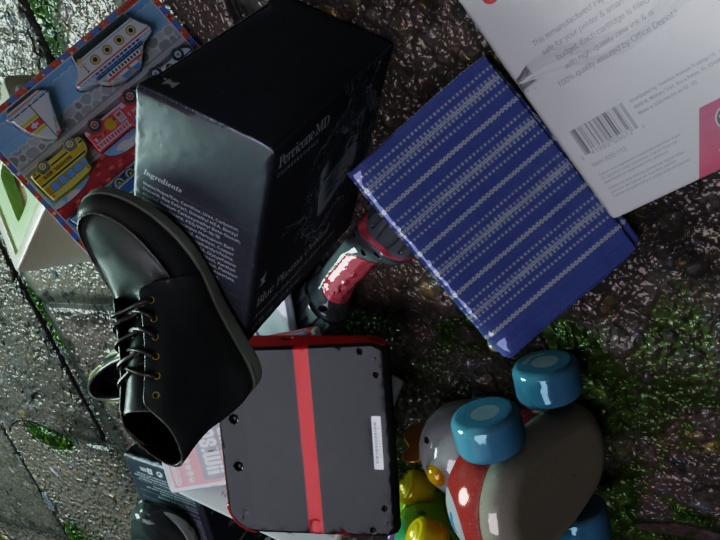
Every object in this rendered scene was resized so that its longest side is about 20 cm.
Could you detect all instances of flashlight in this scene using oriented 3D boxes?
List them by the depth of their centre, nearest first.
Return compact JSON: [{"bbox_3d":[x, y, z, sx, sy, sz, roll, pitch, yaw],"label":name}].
[{"bbox_3d":[0.000,0.000,0.835,0.068,0.068,0.200,39,134,-1],"label":"flashlight"}]

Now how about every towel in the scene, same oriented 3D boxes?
[{"bbox_3d":[0.107,-0.047,0.705,0.145,0.024,0.200,-41,97,4],"label":"towel"}]

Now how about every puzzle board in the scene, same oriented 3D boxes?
[{"bbox_3d":[-0.213,-0.133,0.794,0.151,0.200,0.017,48,167,-9],"label":"puzzle board"}]

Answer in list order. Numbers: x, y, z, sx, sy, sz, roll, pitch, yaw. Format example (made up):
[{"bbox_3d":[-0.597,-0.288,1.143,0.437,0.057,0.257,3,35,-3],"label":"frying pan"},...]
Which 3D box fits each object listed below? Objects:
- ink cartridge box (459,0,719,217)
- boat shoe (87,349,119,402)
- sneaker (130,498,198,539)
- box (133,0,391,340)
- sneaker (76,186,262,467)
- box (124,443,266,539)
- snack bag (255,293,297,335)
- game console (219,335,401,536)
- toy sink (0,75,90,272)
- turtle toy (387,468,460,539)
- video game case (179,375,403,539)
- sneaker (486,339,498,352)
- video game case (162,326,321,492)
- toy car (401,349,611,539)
[{"bbox_3d":[0.179,-0.157,0.587,0.146,0.083,0.201,-27,106,43],"label":"ink cartridge box"},{"bbox_3d":[-0.262,0.122,1.100,0.200,0.061,0.072,-20,111,41],"label":"boat shoe"},{"bbox_3d":[-0.232,0.347,1.029,0.074,0.085,0.201,16,131,22],"label":"sneaker"},{"bbox_3d":[-0.082,-0.084,0.732,0.117,0.197,0.201,26,133,13],"label":"box"},{"bbox_3d":[-0.157,0.041,0.660,0.074,0.106,0.201,-21,111,39],"label":"sneaker"},{"bbox_3d":[-0.179,0.254,1.086,0.103,0.148,0.202,11,128,26],"label":"box"},{"bbox_3d":[-0.149,0.056,0.907,0.198,0.021,0.191,-3,105,22],"label":"snack bag"},{"bbox_3d":[-0.052,0.160,0.864,0.175,0.031,0.202,-2,104,10],"label":"game console"},{"bbox_3d":[-0.284,-0.110,0.868,0.200,0.111,0.131,-45,66,44],"label":"toy sink"},{"bbox_3d":[0.086,0.278,0.922,0.145,0.200,0.102,28,107,-16],"label":"turtle toy"},{"bbox_3d":[-0.074,0.173,0.940,0.181,0.202,0.023,21,174,12],"label":"video game case"},{"bbox_3d":[0.101,-0.019,0.743,0.077,0.082,0.201,-12,115,38],"label":"sneaker"},{"bbox_3d":[-0.118,0.141,0.895,0.198,0.017,0.144,-12,101,14],"label":"video game case"},{"bbox_3d":[0.108,0.182,0.844,0.199,0.176,0.186,2,114,46],"label":"toy car"}]
